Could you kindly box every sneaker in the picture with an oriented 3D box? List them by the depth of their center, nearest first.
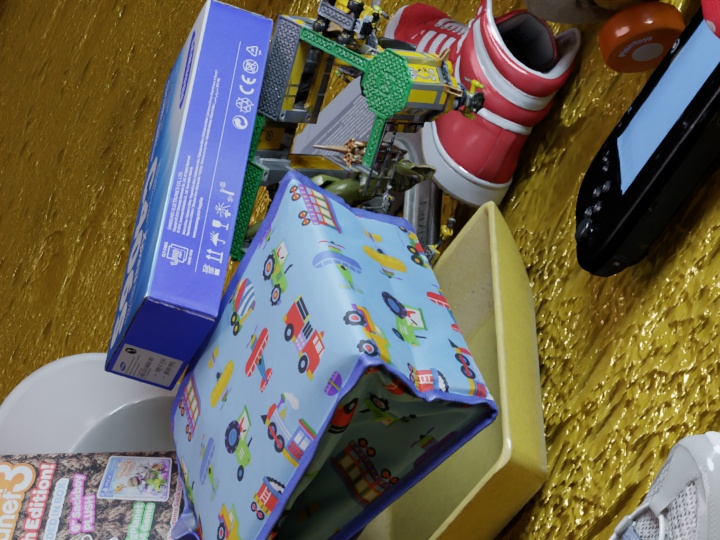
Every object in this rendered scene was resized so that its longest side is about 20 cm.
[{"bbox_3d":[0.101,0.156,0.926,0.201,0.081,0.075,-64,19,9],"label":"sneaker"},{"bbox_3d":[0.073,-0.136,1.347,0.113,0.071,0.201,-61,27,29],"label":"sneaker"}]

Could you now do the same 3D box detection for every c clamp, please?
[{"bbox_3d":[0.000,0.000,1.409,0.170,0.027,0.202,-9,71,60],"label":"c clamp"}]

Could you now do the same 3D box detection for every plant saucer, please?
[{"bbox_3d":[0.042,0.097,1.205,0.200,0.048,0.201,-53,24,36],"label":"plant saucer"}]

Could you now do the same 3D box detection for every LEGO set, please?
[{"bbox_3d":[0.008,-0.060,1.282,0.153,0.115,0.202,21,105,42],"label":"LEGO set"}]

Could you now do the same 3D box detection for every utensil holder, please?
[{"bbox_3d":[-0.162,0.151,1.509,0.171,0.169,0.200,-68,20,-5],"label":"utensil holder"}]

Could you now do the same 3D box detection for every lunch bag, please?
[{"bbox_3d":[-0.041,0.079,1.156,0.200,0.094,0.151,-50,38,24],"label":"lunch bag"}]

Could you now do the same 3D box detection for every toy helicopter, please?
[{"bbox_3d":[0.157,-0.187,1.109,0.199,0.132,0.080,-34,58,36],"label":"toy helicopter"}]

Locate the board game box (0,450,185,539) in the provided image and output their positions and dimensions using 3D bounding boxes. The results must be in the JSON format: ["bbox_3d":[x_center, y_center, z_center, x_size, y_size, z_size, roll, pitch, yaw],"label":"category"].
[{"bbox_3d":[-0.146,0.191,1.294,0.160,0.198,0.097,73,-161,-49],"label":"board game box"}]

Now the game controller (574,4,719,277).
[{"bbox_3d":[0.165,-0.089,1.093,0.201,0.042,0.105,-56,22,28],"label":"game controller"}]

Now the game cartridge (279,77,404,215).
[{"bbox_3d":[-0.007,-0.072,1.547,0.200,0.040,0.134,-39,30,54],"label":"game cartridge"}]

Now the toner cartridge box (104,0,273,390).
[{"bbox_3d":[-0.096,-0.044,1.242,0.095,0.043,0.202,128,155,-55],"label":"toner cartridge box"}]

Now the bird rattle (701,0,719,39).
[{"bbox_3d":[0.209,-0.125,0.912,0.200,0.112,0.165,-31,67,50],"label":"bird rattle"}]
